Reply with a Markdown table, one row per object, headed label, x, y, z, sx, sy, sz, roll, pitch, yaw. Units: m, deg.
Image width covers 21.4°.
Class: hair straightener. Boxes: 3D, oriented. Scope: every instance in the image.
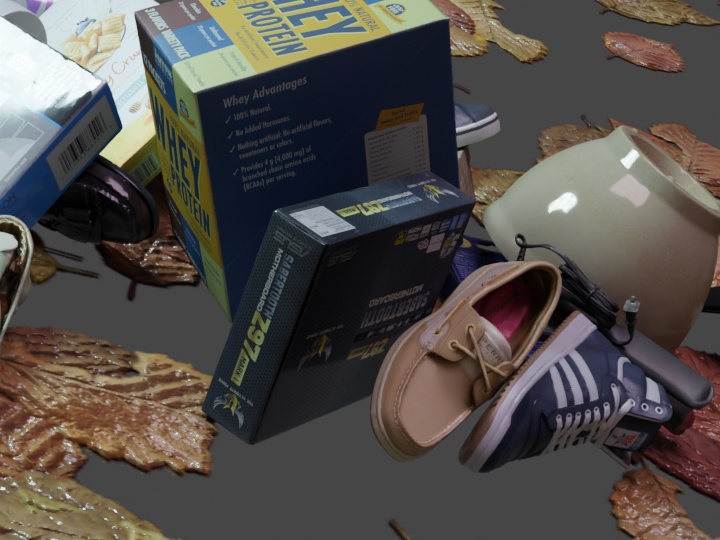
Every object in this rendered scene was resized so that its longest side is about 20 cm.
| label | x | y | z | sx | sy | sz | roll | pitch | yaw |
| --- | --- | --- | --- | --- | --- | --- | --- | --- | --- |
| hair straightener | 0.195 | 0.035 | 1.470 | 0.200 | 0.077 | 0.041 | 45 | 49 | 13 |

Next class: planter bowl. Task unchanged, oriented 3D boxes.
| label | x | y | z | sx | sy | sz | roll | pitch | yaw |
| --- | --- | --- | --- | --- | --- | --- | --- | --- | --- |
| planter bowl | 0.218 | -0.034 | 1.584 | 0.200 | 0.135 | 0.200 | 36 | 16 | -12 |

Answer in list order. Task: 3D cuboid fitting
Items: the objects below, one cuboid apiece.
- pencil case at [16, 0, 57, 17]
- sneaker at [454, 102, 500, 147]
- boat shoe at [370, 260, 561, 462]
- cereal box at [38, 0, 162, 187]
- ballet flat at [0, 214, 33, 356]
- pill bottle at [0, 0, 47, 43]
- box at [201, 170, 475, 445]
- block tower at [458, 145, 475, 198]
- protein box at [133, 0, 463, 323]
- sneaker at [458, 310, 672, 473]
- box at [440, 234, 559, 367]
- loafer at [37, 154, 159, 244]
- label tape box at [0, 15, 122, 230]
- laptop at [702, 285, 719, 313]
| label | x | y | z | sx | sy | sz | roll | pitch | yaw |
| --- | --- | --- | --- | --- | --- | --- | --- | --- | --- |
| pencil case | -0.232 | -0.207 | 1.706 | 0.199 | 0.085 | 0.085 | 17 | 2 | -14 |
| sneaker | 0.026 | -0.136 | 1.679 | 0.198 | 0.080 | 0.078 | -12 | 9 | -15 |
| boat shoe | 0.078 | 0.055 | 1.348 | 0.074 | 0.069 | 0.200 | 51 | 50 | -15 |
| cereal box | -0.201 | -0.156 | 1.544 | 0.200 | 0.144 | 0.040 | 33 | -19 | 36 |
| ballet flat | -0.253 | 0.020 | 1.231 | 0.067 | 0.063 | 0.200 | 18 | 25 | -8 |
| pill bottle | -0.351 | -0.207 | 1.540 | 0.199 | 0.114 | 0.113 | 30 | 25 | 29 |
| box | -0.012 | 0.022 | 1.313 | 0.051 | 0.159 | 0.200 | 33 | 25 | 24 |
| block tower | 0.064 | -0.067 | 1.632 | 0.054 | 0.058 | 0.200 | -9 | 11 | 9 |
| protein box | -0.042 | -0.104 | 1.417 | 0.197 | 0.201 | 0.135 | -19 | 38 | -16 |
| sneaker | 0.154 | 0.110 | 1.381 | 0.108 | 0.070 | 0.200 | 40 | 38 | 7 |
| box | 0.131 | 0.036 | 1.559 | 0.120 | 0.033 | 0.200 | 13 | 27 | -21 |
| loafer | -0.243 | -0.061 | 1.421 | 0.199 | 0.072 | 0.063 | 26 | 43 | 23 |
| label tape box | -0.295 | -0.115 | 1.381 | 0.199 | 0.063 | 0.144 | 32 | 69 | 21 |
| laptop | 0.380 | 0.079 | 1.708 | 0.199 | 0.117 | 0.187 | 4 | 7 | 42 |
